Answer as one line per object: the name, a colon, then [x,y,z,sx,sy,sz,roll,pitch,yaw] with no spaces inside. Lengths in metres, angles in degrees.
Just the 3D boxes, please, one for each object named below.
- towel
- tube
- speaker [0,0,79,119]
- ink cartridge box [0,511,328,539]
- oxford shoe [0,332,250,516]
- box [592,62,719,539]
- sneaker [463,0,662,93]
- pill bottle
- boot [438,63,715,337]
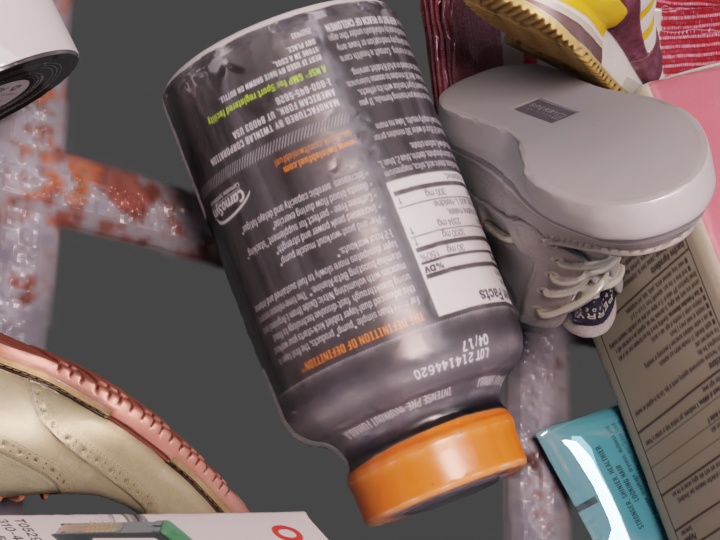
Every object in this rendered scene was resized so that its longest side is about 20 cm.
towel: [0.123,-0.065,1.163,0.199,0.023,0.145,2,70,-30]
tube: [0.174,0.069,1.125,0.199,0.050,0.078,-24,75,-30]
speaker: [-0.188,-0.154,0.978,0.081,0.081,0.201,-23,84,-35]
ink cartridge box: [-0.079,0.153,0.867,0.199,0.146,0.085,2,114,-33]
oxford shoe: [-0.134,0.062,0.944,0.200,0.071,0.074,32,83,-16]
box: [0.175,0.023,1.051,0.109,0.128,0.201,-14,75,-22]
sneaker: [0.103,-0.127,1.048,0.075,0.200,0.090,28,93,10]
pill bottle: [0.000,0.000,1.011,0.106,0.106,0.201,-14,78,-34]
boot: [0.093,-0.018,0.998,0.073,0.200,0.096,-20,111,-10]
